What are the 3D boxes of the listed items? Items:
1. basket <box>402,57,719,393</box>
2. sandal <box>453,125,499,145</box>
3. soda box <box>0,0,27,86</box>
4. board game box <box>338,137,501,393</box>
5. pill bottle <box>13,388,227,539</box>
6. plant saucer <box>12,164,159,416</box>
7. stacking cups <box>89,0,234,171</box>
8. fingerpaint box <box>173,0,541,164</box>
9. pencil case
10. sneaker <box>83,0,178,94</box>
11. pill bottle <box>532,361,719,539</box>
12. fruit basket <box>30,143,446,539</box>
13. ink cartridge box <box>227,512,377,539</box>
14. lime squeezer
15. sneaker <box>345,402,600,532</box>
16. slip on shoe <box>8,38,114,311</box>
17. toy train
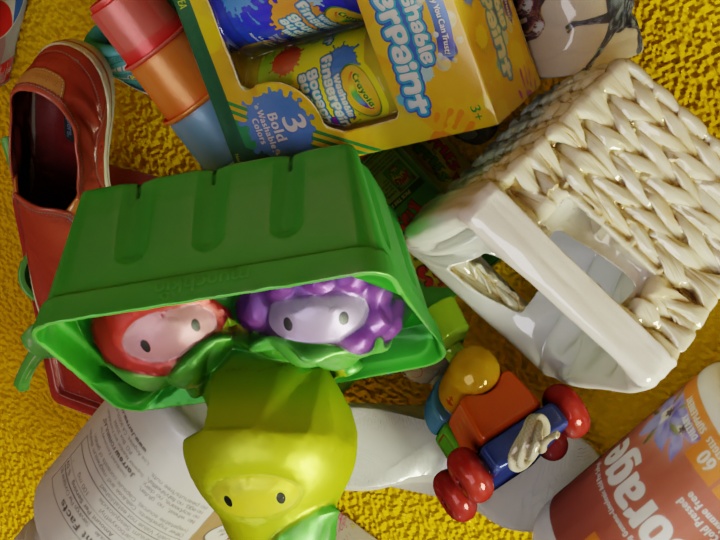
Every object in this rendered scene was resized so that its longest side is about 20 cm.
[{"bbox_3d":[0.120,-0.024,1.039,0.136,0.200,0.123,42,82,-5],"label":"basket"},{"bbox_3d":[0.041,-0.169,1.103,0.201,0.054,0.082,66,164,-5],"label":"sandal"},{"bbox_3d":[-0.246,-0.206,1.219,0.070,0.063,0.200,28,123,11],"label":"soda box"},{"bbox_3d":[0.000,0.000,1.213,0.102,0.048,0.200,46,126,-2],"label":"board game box"},{"bbox_3d":[-0.138,0.143,1.203,0.114,0.114,0.200,42,117,1],"label":"pill bottle"},{"bbox_3d":[-0.155,0.030,1.277,0.199,0.037,0.201,15,122,39],"label":"plant saucer"},{"bbox_3d":[-0.079,-0.088,1.130,0.060,0.061,0.200,-25,107,34],"label":"stacking cups"},{"bbox_3d":[-0.017,-0.163,1.032,0.166,0.073,0.201,-10,108,30],"label":"fingerpaint box"},{"bbox_3d":[0.099,-0.197,1.045,0.089,0.078,0.201,8,119,40],"label":"pencil case"},{"bbox_3d":[-0.099,-0.181,1.135,0.079,0.078,0.200,18,128,-24],"label":"sneaker"},{"bbox_3d":[0.176,0.156,1.145,0.112,0.112,0.200,45,112,-1],"label":"pill bottle"},{"bbox_3d":[-0.059,0.055,1.042,0.215,0.216,0.156,10,160,22],"label":"fruit basket"},{"bbox_3d":[-0.054,0.209,1.305,0.200,0.115,0.068,36,125,5],"label":"ink cartridge box"},{"bbox_3d":[-0.212,0.011,1.279,0.038,0.071,0.201,-8,124,-16],"label":"lime squeezer"},{"bbox_3d":[0.058,0.116,1.236,0.199,0.088,0.076,12,89,-6],"label":"sneaker"},{"bbox_3d":[-0.187,-0.042,1.189,0.074,0.061,0.201,16,122,21],"label":"slip on shoe"},{"bbox_3d":[0.067,0.064,1.097,0.116,0.084,0.200,55,167,11],"label":"toy train"}]
